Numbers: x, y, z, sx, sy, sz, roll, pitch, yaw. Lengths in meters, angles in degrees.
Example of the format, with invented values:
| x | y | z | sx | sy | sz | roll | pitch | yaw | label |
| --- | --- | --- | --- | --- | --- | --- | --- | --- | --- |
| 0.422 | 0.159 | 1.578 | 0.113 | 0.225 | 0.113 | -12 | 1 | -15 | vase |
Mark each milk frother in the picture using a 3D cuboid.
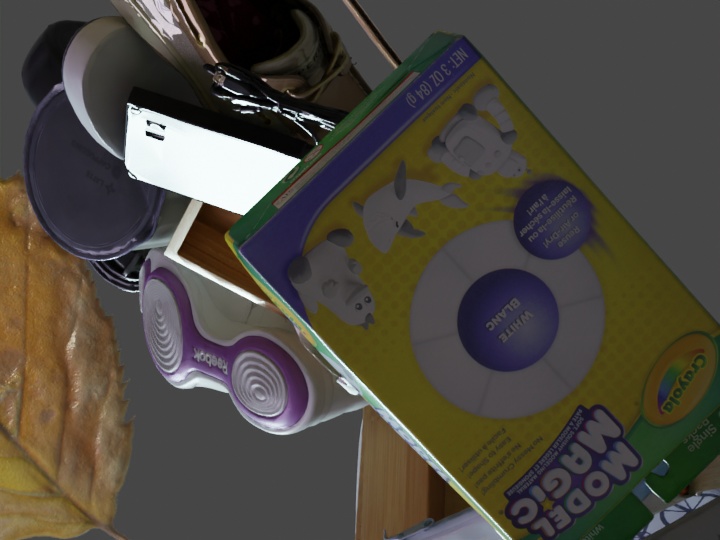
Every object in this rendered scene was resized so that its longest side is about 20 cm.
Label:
| x | y | z | sx | sy | sz | roll | pitch | yaw | label |
| --- | --- | --- | --- | --- | --- | --- | --- | --- | --- |
| -0.151 | -0.050 | 1.375 | 0.180 | 0.201 | 0.188 | 33 | -158 | 27 | milk frother |

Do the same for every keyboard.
| x | y | z | sx | sy | sz | roll | pitch | yaw | label |
| --- | --- | --- | --- | --- | --- | --- | --- | --- | --- |
| -0.022 | -0.053 | 1.032 | 0.199 | 0.021 | 0.127 | 18 | 151 | 1 | keyboard |

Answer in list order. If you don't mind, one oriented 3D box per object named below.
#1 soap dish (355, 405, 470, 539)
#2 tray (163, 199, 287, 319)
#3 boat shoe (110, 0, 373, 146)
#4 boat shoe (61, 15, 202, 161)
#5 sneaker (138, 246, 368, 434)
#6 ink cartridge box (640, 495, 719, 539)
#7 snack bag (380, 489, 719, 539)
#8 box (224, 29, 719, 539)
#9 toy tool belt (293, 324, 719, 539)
| x | y | z | sx | sy | sz | roll | pitch | yaw | label |
| --- | --- | --- | --- | --- | --- | --- | --- | --- | --- |
| 0.095 | 0.150 | 1.226 | 0.199 | 0.158 | 0.081 | 15 | 150 | -21 | soap dish |
| 0.000 | 0.000 | 1.133 | 0.199 | 0.037 | 0.099 | 27 | 142 | -5 | tray |
| -0.046 | -0.106 | 1.040 | 0.200 | 0.074 | 0.066 | 40 | 156 | -24 | boat shoe |
| -0.114 | -0.097 | 1.123 | 0.066 | 0.072 | 0.200 | 29 | -174 | 25 | boat shoe |
| -0.060 | 0.041 | 1.234 | 0.099 | 0.075 | 0.200 | -9 | -152 | -38 | sneaker |
| 0.137 | 0.143 | 0.855 | 0.057 | 0.162 | 0.200 | 62 | -176 | 25 | ink cartridge box |
| 0.135 | 0.164 | 1.122 | 0.200 | 0.188 | 0.021 | 44 | -150 | -39 | snack bag |
| 0.058 | 0.022 | 0.781 | 0.200 | 0.117 | 0.048 | 46 | 179 | -15 | box |
| 0.079 | 0.029 | 0.874 | 0.200 | 0.125 | 0.123 | 44 | 147 | -10 | toy tool belt |
